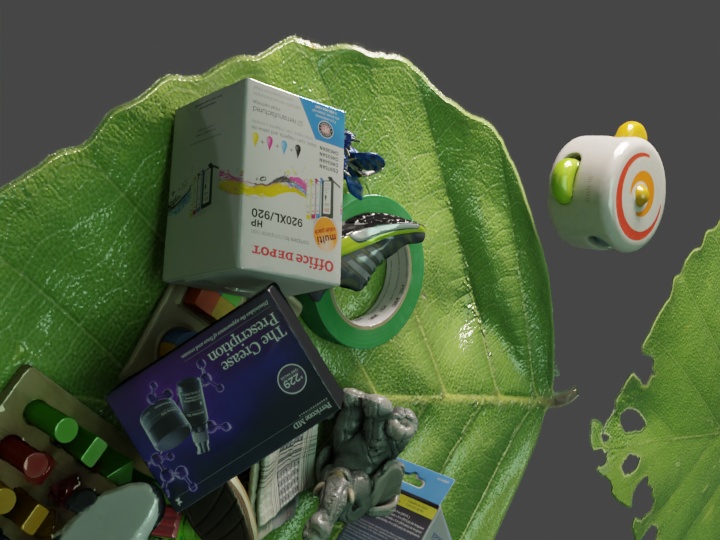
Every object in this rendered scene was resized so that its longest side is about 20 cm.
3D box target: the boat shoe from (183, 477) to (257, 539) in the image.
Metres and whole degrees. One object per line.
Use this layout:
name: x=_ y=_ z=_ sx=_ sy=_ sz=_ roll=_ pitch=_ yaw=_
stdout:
boat shoe: x=-0.169 y=0.221 z=1.050 sx=0.202 sy=0.071 sz=0.076 roll=63 pitch=12 yaw=-5

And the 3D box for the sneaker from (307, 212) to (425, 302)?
sneaker: x=-0.001 y=-0.020 z=1.174 sx=0.197 sy=0.073 sz=0.082 roll=-16 pitch=113 yaw=-32

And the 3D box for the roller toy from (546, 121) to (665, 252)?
roller toy: x=0.407 y=-0.126 z=1.533 sx=0.199 sy=0.139 sz=0.185 roll=-39 pitch=120 yaw=-31

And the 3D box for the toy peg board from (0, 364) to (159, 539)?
toy peg board: x=-0.315 y=0.241 z=0.968 sx=0.200 sy=0.097 sz=0.201 roll=48 pitch=65 yaw=-35

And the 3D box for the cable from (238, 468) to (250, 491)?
cable: x=-0.158 y=0.184 z=1.111 sx=0.095 sy=0.050 sz=0.203 roll=-9 pitch=115 yaw=-10

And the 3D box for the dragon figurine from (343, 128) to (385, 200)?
dragon figurine: x=-0.010 y=-0.129 z=1.173 sx=0.059 sy=0.099 sz=0.199 roll=-54 pitch=146 yaw=1

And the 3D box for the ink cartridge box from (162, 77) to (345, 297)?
ink cartridge box: x=-0.115 y=-0.081 z=1.043 sx=0.146 sy=0.143 sz=0.204 roll=11 pitch=76 yaw=-43

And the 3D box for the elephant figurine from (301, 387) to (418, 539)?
elephant figurine: x=-0.010 y=0.265 z=1.226 sx=0.154 sy=0.141 sz=0.203 roll=24 pitch=73 yaw=-26

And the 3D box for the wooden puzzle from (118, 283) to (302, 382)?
wooden puzzle: x=-0.164 y=0.085 z=1.115 sx=0.185 sy=0.046 sz=0.202 roll=41 pitch=69 yaw=-38

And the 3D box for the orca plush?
orca plush: x=-0.261 y=0.289 z=0.938 sx=0.202 sy=0.104 sz=0.071 roll=-56 pitch=158 yaw=-5

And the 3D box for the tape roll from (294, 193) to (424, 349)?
tape roll: x=0.000 y=0.000 z=1.248 sx=0.198 sy=0.048 sz=0.204 roll=-7 pitch=101 yaw=-41

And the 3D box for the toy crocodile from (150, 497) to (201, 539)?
toy crocodile: x=-0.222 y=0.320 z=1.061 sx=0.062 sy=0.066 sz=0.203 roll=55 pitch=46 yaw=-60

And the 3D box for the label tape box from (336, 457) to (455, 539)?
label tape box: x=0.046 y=0.365 z=1.277 sx=0.066 sy=0.142 sz=0.201 roll=47 pitch=66 yaw=-34

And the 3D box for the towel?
towel: x=-0.088 y=0.215 z=1.148 sx=0.192 sy=0.034 sz=0.204 roll=-2 pitch=100 yaw=-77

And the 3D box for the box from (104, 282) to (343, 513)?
box: x=-0.135 y=0.128 z=0.964 sx=0.198 sy=0.079 sz=0.142 roll=-33 pitch=95 yaw=3
